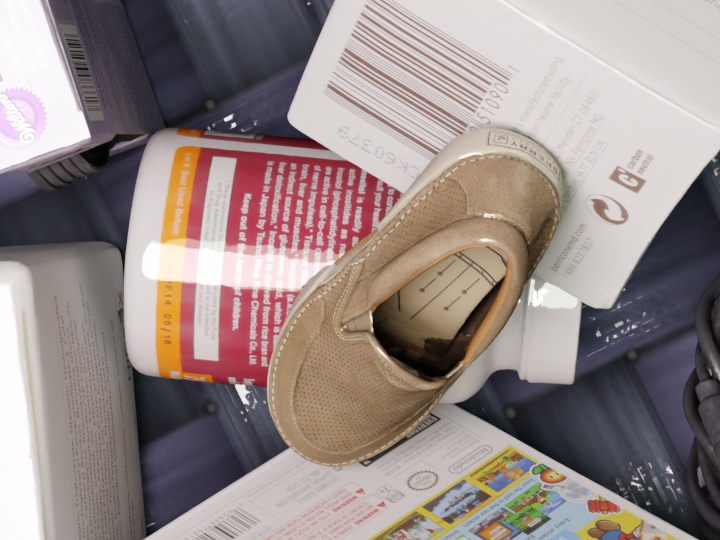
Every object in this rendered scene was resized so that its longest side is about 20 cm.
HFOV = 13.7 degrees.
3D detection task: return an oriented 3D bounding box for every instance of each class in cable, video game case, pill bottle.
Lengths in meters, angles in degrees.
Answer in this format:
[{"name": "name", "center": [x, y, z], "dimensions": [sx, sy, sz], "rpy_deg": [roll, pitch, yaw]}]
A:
[{"name": "cable", "center": [0.177, 0.051, 1.294], "dimensions": [0.051, 0.163, 0.201], "rpy_deg": [15, 84, -17]}, {"name": "video game case", "center": [0.019, 0.131, 1.275], "dimensions": [0.182, 0.200, 0.023], "rpy_deg": [28, 131, 34]}, {"name": "pill bottle", "center": [0.000, 0.000, 1.331], "dimensions": [0.199, 0.113, 0.113], "rpy_deg": [5, 93, 4]}]

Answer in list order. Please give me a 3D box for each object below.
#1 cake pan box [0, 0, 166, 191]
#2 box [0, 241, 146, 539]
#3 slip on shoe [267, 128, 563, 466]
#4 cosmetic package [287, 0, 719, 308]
[{"name": "cake pan box", "center": [-0.148, -0.136, 1.299], "dimensions": [0.052, 0.184, 0.201], "rpy_deg": [-19, 92, 8]}, {"name": "box", "center": [-0.209, 0.096, 1.312], "dimensions": [0.198, 0.171, 0.201], "rpy_deg": [-5, 92, 9]}, {"name": "slip on shoe", "center": [0.018, 0.026, 1.233], "dimensions": [0.076, 0.061, 0.200], "rpy_deg": [28, 131, -16]}, {"name": "cosmetic package", "center": [0.098, -0.129, 1.254], "dimensions": [0.165, 0.165, 0.200], "rpy_deg": [31, 61, 2]}]
